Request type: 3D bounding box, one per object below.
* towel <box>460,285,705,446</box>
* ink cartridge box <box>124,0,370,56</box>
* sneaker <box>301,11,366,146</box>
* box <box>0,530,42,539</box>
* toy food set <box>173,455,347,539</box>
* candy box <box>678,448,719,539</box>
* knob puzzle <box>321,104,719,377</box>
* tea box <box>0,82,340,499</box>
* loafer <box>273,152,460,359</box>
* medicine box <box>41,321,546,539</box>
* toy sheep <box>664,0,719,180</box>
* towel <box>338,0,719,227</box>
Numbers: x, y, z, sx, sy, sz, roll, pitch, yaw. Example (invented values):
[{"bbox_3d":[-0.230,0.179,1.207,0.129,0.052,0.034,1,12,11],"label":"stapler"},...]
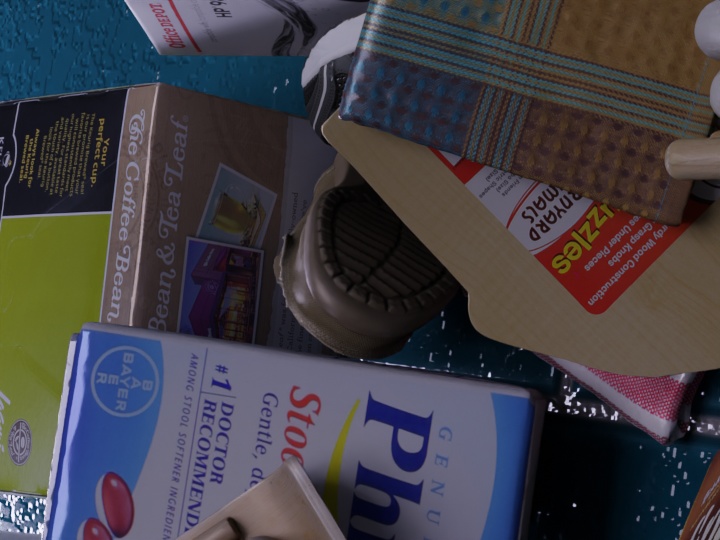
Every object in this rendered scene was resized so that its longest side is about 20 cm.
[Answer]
[{"bbox_3d":[0.127,-0.044,0.997,0.146,0.030,0.201,39,112,45],"label":"towel"},{"bbox_3d":[-0.043,-0.143,1.075,0.198,0.116,0.067,1,80,6],"label":"ink cartridge box"},{"bbox_3d":[0.052,-0.072,1.006,0.199,0.080,0.087,-14,75,46],"label":"sneaker"},{"bbox_3d":[-0.181,0.247,1.228,0.097,0.124,0.202,-34,56,41],"label":"box"},{"bbox_3d":[-0.070,0.187,0.928,0.199,0.060,0.144,-33,83,5],"label":"toy food set"},{"bbox_3d":[0.129,0.136,0.822,0.201,0.056,0.117,-60,-4,-28],"label":"candy box"},{"bbox_3d":[0.115,-0.047,0.927,0.030,0.218,0.222,-25,-51,-85],"label":"knob puzzle"},{"bbox_3d":[-0.116,0.020,1.193,0.196,0.133,0.202,0,82,51],"label":"tea box"},{"bbox_3d":[0.000,0.000,1.049,0.068,0.076,0.200,-58,3,18],"label":"loafer"},{"bbox_3d":[-0.030,0.127,1.010,0.198,0.103,0.184,8,87,8],"label":"medicine box"},{"bbox_3d":[0.178,-0.093,0.830,0.137,0.137,0.202,6,102,51],"label":"toy sheep"},{"bbox_3d":[0.087,-0.133,0.901,0.022,0.146,0.202,-35,-37,-84],"label":"towel"}]
